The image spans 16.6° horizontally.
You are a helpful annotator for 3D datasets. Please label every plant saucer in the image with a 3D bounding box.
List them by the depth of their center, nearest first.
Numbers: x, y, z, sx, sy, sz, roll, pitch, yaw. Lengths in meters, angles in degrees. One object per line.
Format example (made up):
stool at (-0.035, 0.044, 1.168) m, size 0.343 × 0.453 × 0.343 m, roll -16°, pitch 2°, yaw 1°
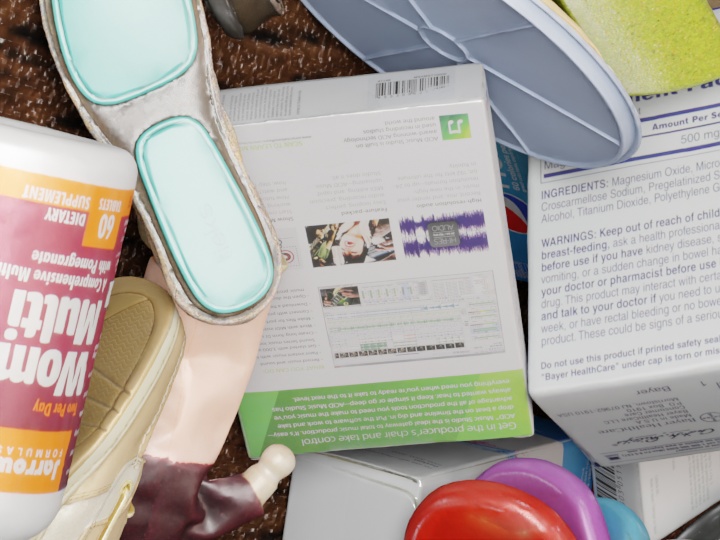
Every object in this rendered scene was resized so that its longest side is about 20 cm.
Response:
plant saucer at (0.057, -0.154, 1.134) m, size 0.048 × 0.200 × 0.200 m, roll -57°, pitch 146°, yaw -9°

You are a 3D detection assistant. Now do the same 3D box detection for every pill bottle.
pill bottle at (-0.159, 0.040, 0.951) m, size 0.110 × 0.109 × 0.200 m, roll 8°, pitch 96°, yaw -59°

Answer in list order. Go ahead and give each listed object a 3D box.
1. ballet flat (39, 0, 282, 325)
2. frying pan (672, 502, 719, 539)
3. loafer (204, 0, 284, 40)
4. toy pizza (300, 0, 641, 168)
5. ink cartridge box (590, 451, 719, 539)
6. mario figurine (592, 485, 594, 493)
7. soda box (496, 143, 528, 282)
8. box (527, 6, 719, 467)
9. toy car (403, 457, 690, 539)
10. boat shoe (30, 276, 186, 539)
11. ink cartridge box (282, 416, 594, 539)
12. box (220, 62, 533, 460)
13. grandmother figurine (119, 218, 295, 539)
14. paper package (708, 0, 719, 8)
ballet flat at (-0.090, -0.071, 1.045) m, size 0.067 × 0.068 × 0.200 m, roll -168°, pitch -119°, yaw -82°
frying pan at (0.179, 0.187, 1.434) m, size 0.190 × 0.031 × 0.115 m, roll -45°, pitch 159°, yaw 20°
loafer at (-0.036, -0.197, 1.035) m, size 0.073 × 0.071 × 0.200 m, roll -55°, pitch 147°, yaw -87°
toy pizza at (0.045, -0.115, 1.121) m, size 0.032 × 0.200 × 0.200 m, roll -57°, pitch 145°, yaw -13°
ink cartridge box at (0.211, 0.041, 1.399) m, size 0.200 × 0.047 × 0.160 m, roll -30°, pitch 127°, yaw -30°
mario figurine at (0.127, 0.158, 1.517) m, size 0.124 × 0.106 × 0.200 m, roll 49°, pitch 41°, yaw -12°
soda box at (0.089, -0.079, 1.339) m, size 0.068 × 0.064 × 0.200 m, roll -56°, pitch 144°, yaw -28°
box at (0.183, -0.021, 1.218) m, size 0.105 × 0.184 × 0.200 m, roll 46°, pitch 40°, yaw -54°
toy car at (0.086, 0.168, 1.221) m, size 0.200 × 0.175 × 0.150 m, roll -7°, pitch 72°, yaw -55°
boat shoe at (-0.133, 0.097, 1.055) m, size 0.200 × 0.074 × 0.069 m, roll -57°, pitch 143°, yaw -11°
ink cartridge box at (0.040, 0.160, 1.345) m, size 0.200 × 0.085 × 0.145 m, roll -7°, pitch 108°, yaw -58°
box at (0.000, 0.000, 1.160) m, size 0.036 × 0.144 × 0.200 m, roll -84°, pitch 167°, yaw -54°
grandmother figurine at (-0.089, 0.082, 1.121) m, size 0.061 × 0.121 × 0.200 m, roll -128°, pitch -124°, yaw -75°
paper package at (0.210, -0.145, 1.380) m, size 0.200 × 0.190 × 0.104 m, roll 40°, pitch 65°, yaw -58°
